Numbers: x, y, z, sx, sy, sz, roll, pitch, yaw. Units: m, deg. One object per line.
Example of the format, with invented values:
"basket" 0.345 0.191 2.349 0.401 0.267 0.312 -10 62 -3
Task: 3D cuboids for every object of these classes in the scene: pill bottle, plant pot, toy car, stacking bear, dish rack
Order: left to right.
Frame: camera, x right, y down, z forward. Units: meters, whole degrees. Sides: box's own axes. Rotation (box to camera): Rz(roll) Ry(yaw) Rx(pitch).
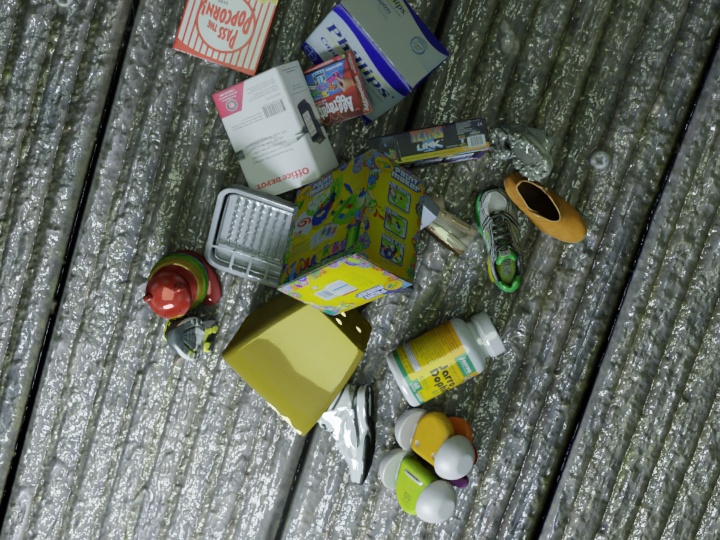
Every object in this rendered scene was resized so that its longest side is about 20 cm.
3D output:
"stacking bear" -0.321 0.030 1.607 0.121 0.200 0.114 -11 98 1
"dish rack" -0.179 -0.065 1.636 0.171 0.044 0.200 19 135 -3
"plant pot" -0.091 0.129 1.616 0.176 0.200 0.200 -41 98 17
"toy car" 0.144 0.361 1.715 0.150 0.175 0.200 13 101 -40
"pill bottle" 0.158 0.156 1.685 0.200 0.113 0.113 -28 99 3

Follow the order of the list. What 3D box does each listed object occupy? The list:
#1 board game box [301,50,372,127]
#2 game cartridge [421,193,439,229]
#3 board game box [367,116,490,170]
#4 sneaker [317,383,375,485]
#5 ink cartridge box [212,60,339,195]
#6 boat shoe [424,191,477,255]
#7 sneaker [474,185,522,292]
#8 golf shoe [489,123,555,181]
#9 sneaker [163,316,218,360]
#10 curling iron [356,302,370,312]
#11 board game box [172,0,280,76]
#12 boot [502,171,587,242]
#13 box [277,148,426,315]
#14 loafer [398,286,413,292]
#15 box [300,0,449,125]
"board game box" -0.054 -0.300 1.565 0.019 0.200 0.103 -26 102 -28
"game cartridge" 0.034 -0.104 1.606 0.200 0.041 0.133 -17 130 42
"board game box" 0.113 -0.211 1.590 0.200 0.165 0.057 -10 92 0
"sneaker" -0.035 0.304 1.740 0.115 0.076 0.201 4 105 15
"ink cartridge box" -0.146 -0.240 1.599 0.145 0.084 0.200 -16 102 30
"boat shoe" 0.123 -0.110 1.662 0.200 0.072 0.065 38 89 -10
"sneaker" 0.260 -0.056 1.664 0.078 0.085 0.200 -15 99 2
"golf shoe" 0.297 -0.216 1.582 0.097 0.200 0.078 -14 118 -10
"sneaker" -0.316 0.117 1.631 0.084 0.200 0.075 7 85 8
"curling iron" 0.020 0.056 1.711 0.050 0.026 0.200 29 94 -27
"board game box" -0.223 -0.455 1.603 0.151 0.046 0.200 18 99 -4
"boot" 0.334 -0.100 1.623 0.201 0.144 0.071 36 101 -12
"box" -0.014 -0.057 1.477 0.122 0.200 0.193 27 58 -32
"loafer" 0.000 0.000 1.667 0.200 0.072 0.063 7 81 11
"box" 0.019 -0.366 1.536 0.105 0.200 0.184 -45 99 -21
